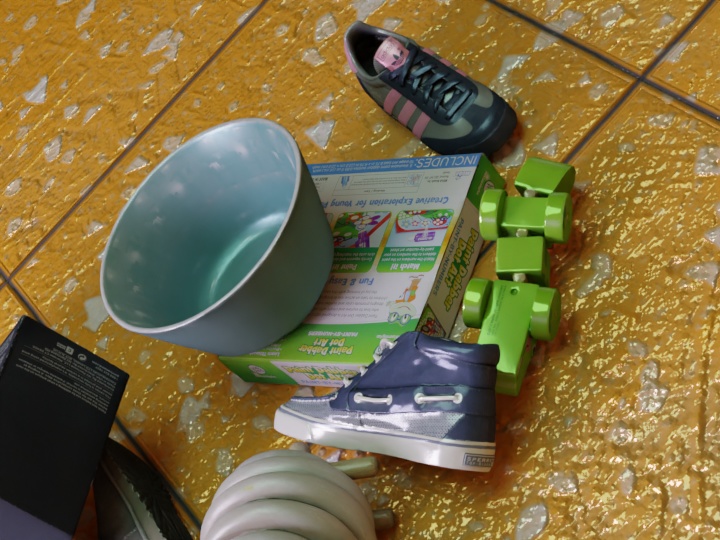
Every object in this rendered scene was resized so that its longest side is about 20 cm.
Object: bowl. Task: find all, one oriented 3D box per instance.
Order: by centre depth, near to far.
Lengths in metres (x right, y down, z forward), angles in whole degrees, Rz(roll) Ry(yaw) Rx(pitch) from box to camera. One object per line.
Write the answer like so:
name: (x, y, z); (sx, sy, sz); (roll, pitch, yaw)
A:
bowl: (-0.101, -0.011, 1.292); (0.200, 0.105, 0.202); (-23, 45, 25)

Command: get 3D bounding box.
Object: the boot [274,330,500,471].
boot: (0.021, 0.088, 1.172); (0.199, 0.073, 0.091); (5, 86, 40)

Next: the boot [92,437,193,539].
boot: (-0.231, 0.251, 1.287); (0.200, 0.072, 0.182); (-48, 38, 8)

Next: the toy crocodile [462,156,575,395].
toy crocodile: (0.120, 0.001, 1.195); (0.067, 0.062, 0.201); (3, 63, 19)

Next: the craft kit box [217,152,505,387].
craft kit box: (0.000, 0.000, 1.309); (0.199, 0.049, 0.198); (0, 55, 41)

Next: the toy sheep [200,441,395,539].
toy sheep: (-0.047, 0.189, 1.130); (0.137, 0.138, 0.200); (-29, 22, 19)

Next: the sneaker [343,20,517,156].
sneaker: (0.050, -0.155, 1.364); (0.070, 0.082, 0.200); (-50, 40, -7)

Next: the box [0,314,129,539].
box: (-0.293, 0.174, 1.288); (0.200, 0.104, 0.183); (-47, 18, 36)
